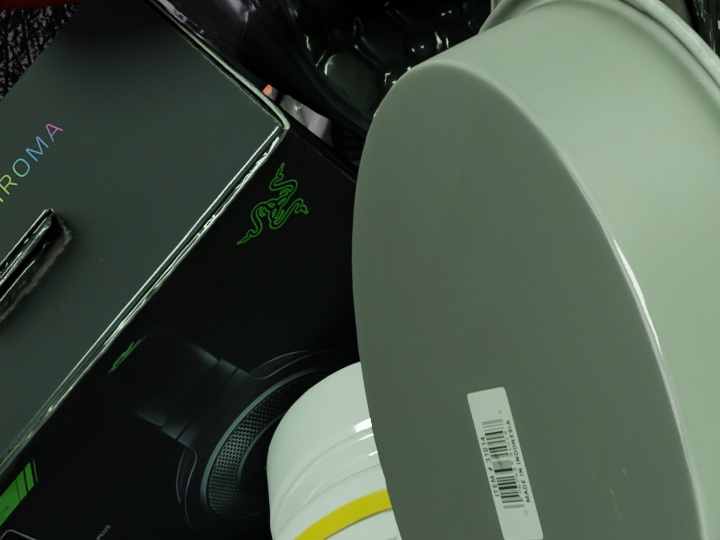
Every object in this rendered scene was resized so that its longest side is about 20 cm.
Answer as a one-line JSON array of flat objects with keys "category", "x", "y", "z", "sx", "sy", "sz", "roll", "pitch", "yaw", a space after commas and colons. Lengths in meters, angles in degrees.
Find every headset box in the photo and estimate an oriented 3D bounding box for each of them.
[{"category": "headset box", "x": -0.067, "y": 0.024, "z": 0.826, "sx": 0.093, "sy": 0.174, "sz": 0.200, "roll": 42, "pitch": -178, "yaw": 31}]

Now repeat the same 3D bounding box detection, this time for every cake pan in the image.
[{"category": "cake pan", "x": 0.048, "y": 0.036, "z": 0.560, "sx": 0.200, "sy": 0.036, "sz": 0.202, "roll": 166, "pitch": 90, "yaw": -71}]

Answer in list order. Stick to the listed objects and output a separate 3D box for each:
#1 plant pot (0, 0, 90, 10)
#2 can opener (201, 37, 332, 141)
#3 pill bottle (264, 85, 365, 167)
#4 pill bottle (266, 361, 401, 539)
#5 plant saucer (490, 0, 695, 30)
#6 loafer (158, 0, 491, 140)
[{"category": "plant pot", "x": -0.035, "y": -0.180, "z": 0.724, "sx": 0.200, "sy": 0.181, "sz": 0.202, "roll": 174, "pitch": 90, "yaw": -85}, {"category": "can opener", "x": -0.017, "y": -0.110, "z": 0.894, "sx": 0.201, "sy": 0.066, "sz": 0.054, "roll": 112, "pitch": 147, "yaw": -49}, {"category": "pill bottle", "x": 0.000, "y": 0.000, "z": 0.997, "sx": 0.107, "sy": 0.105, "sz": 0.201, "roll": 91, "pitch": 172, "yaw": -56}, {"category": "pill bottle", "x": 0.030, "y": 0.126, "z": 0.757, "sx": 0.201, "sy": 0.113, "sz": 0.115, "roll": -100, "pitch": 6, "yaw": -45}, {"category": "plant saucer", "x": 0.064, "y": -0.011, "z": 0.668, "sx": 0.200, "sy": 0.032, "sz": 0.202, "roll": 173, "pitch": 90, "yaw": -84}, {"category": "loafer", "x": -0.022, "y": -0.097, "z": 0.843, "sx": 0.068, "sy": 0.200, "sz": 0.070, "roll": -52, "pitch": -5, "yaw": -10}]
